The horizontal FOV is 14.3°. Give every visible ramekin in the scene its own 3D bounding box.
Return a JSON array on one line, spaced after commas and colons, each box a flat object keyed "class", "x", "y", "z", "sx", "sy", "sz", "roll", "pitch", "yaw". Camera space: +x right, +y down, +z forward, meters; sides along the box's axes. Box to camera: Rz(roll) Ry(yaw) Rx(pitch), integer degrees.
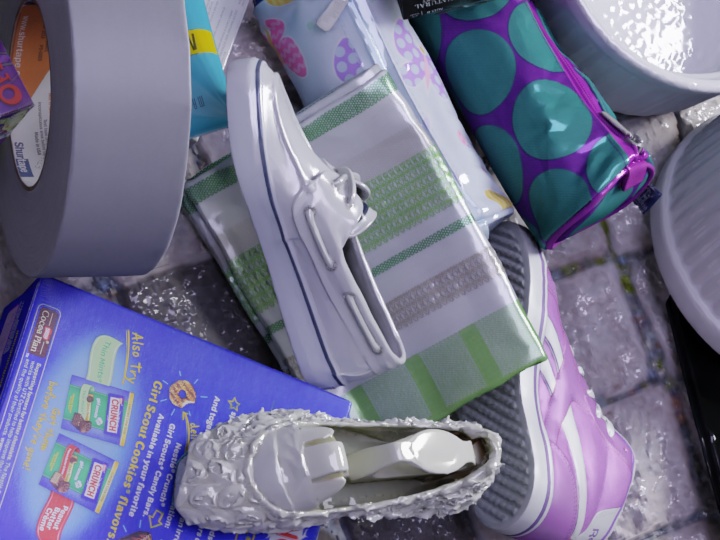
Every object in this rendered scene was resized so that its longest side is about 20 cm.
[{"class": "ramekin", "x": 0.189, "y": -0.195, "z": 1.834, "sx": 0.200, "sy": 0.098, "sz": 0.201, "roll": 7, "pitch": 73, "yaw": -23}, {"class": "ramekin", "x": 0.294, "y": -0.033, "z": 1.812, "sx": 0.200, "sy": 0.105, "sz": 0.201, "roll": 11, "pitch": 59, "yaw": -19}]

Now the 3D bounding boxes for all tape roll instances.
[{"class": "tape roll", "x": -0.150, "y": -0.096, "z": 1.568, "sx": 0.066, "sy": 0.200, "sz": 0.201, "roll": 0, "pitch": 76, "yaw": -20}]

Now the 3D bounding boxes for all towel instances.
[{"class": "towel", "x": 0.000, "y": 0.000, "z": 1.681, "sx": 0.149, "sy": 0.031, "sz": 0.200, "roll": -30, "pitch": 89, "yaw": 13}]

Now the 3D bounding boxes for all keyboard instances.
[{"class": "keyboard", "x": 0.258, "y": 0.104, "z": 1.821, "sx": 0.104, "sy": 0.040, "sz": 0.201, "roll": -6, "pitch": 71, "yaw": -16}]

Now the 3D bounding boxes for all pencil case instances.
[{"class": "pencil case", "x": 0.102, "y": -0.114, "z": 1.752, "sx": 0.085, "sy": 0.092, "sz": 0.200, "roll": -5, "pitch": 60, "yaw": -57}, {"class": "pencil case", "x": 0.016, "y": -0.098, "z": 1.730, "sx": 0.083, "sy": 0.091, "sz": 0.200, "roll": -27, "pitch": 89, "yaw": -29}]

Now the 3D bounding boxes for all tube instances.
[{"class": "tube", "x": -0.122, "y": -0.159, "z": 1.682, "sx": 0.050, "sy": 0.077, "sz": 0.201, "roll": 39, "pitch": 35, "yaw": -59}]

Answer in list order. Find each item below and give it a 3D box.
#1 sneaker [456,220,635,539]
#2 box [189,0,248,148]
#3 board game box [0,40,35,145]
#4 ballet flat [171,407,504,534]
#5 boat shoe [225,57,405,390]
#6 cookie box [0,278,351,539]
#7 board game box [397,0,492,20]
[{"class": "sneaker", "x": 0.114, "y": 0.075, "z": 1.750, "sx": 0.114, "sy": 0.073, "sz": 0.201, "roll": 18, "pitch": 62, "yaw": -40}, {"class": "box", "x": -0.090, "y": -0.165, "z": 1.728, "sx": 0.041, "sy": 0.039, "sz": 0.201, "roll": 24, "pitch": 67, "yaw": -16}, {"class": "board game box", "x": -0.254, "y": -0.151, "z": 1.591, "sx": 0.032, "sy": 0.120, "sz": 0.200, "roll": -22, "pitch": 79, "yaw": -37}, {"class": "ballet flat", "x": -0.007, "y": 0.105, "z": 1.595, "sx": 0.199, "sy": 0.072, "sz": 0.072, "roll": -3, "pitch": 77, "yaw": -30}, {"class": "boat shoe", "x": -0.023, "y": -0.031, "z": 1.632, "sx": 0.065, "sy": 0.074, "sz": 0.201, "roll": -13, "pitch": 111, "yaw": 12}, {"class": "cookie box", "x": -0.124, "y": 0.122, "z": 1.610, "sx": 0.200, "sy": 0.075, "sz": 0.172, "roll": 24, "pitch": 66, "yaw": -18}, {"class": "board game box", "x": 0.068, "y": -0.245, "z": 1.751, "sx": 0.135, "sy": 0.028, "sz": 0.200, "roll": -14, "pitch": 51, "yaw": -1}]
